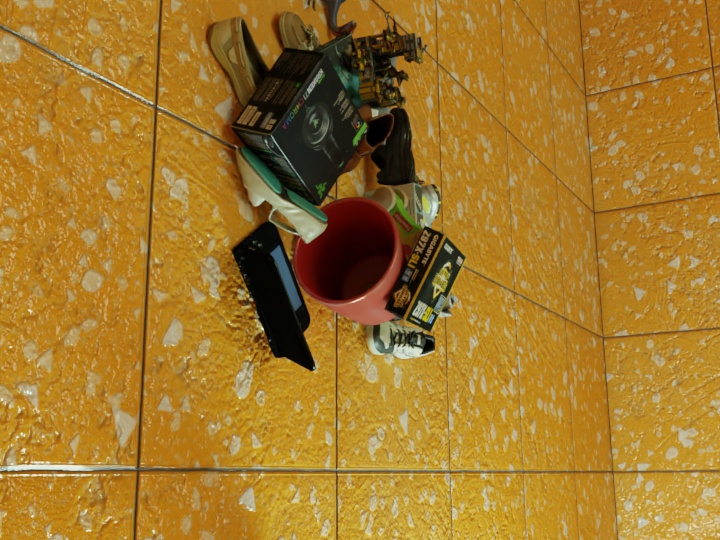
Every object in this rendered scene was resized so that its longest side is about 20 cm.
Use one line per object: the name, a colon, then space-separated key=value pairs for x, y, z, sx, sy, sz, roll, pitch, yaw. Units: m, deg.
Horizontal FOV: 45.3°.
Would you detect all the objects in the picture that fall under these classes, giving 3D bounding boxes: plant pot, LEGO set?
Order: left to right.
plant pot: x=0.000 y=0.000 z=1.531 sx=0.177 sy=0.198 sz=0.202 roll=52 pitch=39 yaw=-58
LEGO set: x=0.068 y=-0.380 z=1.613 sx=0.200 sy=0.115 sz=0.155 roll=6 pitch=78 yaw=-72

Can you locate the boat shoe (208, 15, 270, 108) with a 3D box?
boat shoe: x=-0.171 y=-0.320 z=1.408 sx=0.201 sy=0.063 sz=0.074 roll=60 pitch=36 yaw=-34

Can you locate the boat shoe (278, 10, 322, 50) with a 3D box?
boat shoe: x=-0.083 y=-0.394 z=1.587 sx=0.200 sy=0.062 sz=0.074 roll=54 pitch=40 yaw=-41

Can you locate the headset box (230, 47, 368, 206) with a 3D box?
headset box: x=-0.092 y=-0.231 z=1.429 sx=0.175 sy=0.092 sz=0.200 roll=-58 pitch=143 yaw=-20

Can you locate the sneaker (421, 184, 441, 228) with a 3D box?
sneaker: x=0.110 y=-0.097 z=1.823 sx=0.076 sy=0.076 sz=0.201 roll=-116 pitch=-153 yaw=-46

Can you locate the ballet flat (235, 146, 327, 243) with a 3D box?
ballet flat: x=-0.140 y=-0.115 z=1.399 sx=0.200 sy=0.069 sz=0.070 roll=40 pitch=46 yaw=-22

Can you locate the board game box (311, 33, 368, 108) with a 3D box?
board game box: x=-0.072 y=-0.324 z=1.543 sx=0.200 sy=0.028 sz=0.136 roll=-39 pitch=127 yaw=-35

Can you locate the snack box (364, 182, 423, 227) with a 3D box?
snack box: x=0.070 y=-0.066 z=1.728 sx=0.037 sy=0.115 sz=0.202 roll=13 pitch=72 yaw=-59

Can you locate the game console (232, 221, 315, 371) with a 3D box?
game console: x=-0.112 y=0.036 z=1.373 sx=0.176 sy=0.115 sz=0.202 roll=-48 pitch=125 yaw=-54

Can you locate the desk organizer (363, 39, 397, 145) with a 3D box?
desk organizer: x=0.017 y=-0.357 z=1.742 sx=0.071 sy=0.077 sz=0.202 roll=7 pitch=92 yaw=-27

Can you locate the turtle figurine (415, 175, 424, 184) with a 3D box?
turtle figurine: x=0.102 y=-0.191 z=1.869 sx=0.200 sy=0.064 sz=0.163 roll=-27 pitch=107 yaw=-59

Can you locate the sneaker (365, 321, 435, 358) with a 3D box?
sneaker: x=0.084 y=0.133 z=1.734 sx=0.199 sy=0.087 sz=0.076 roll=16 pitch=71 yaw=-58

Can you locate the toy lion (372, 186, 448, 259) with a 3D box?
toy lion: x=0.063 y=-0.032 z=1.675 sx=0.200 sy=0.192 sz=0.068 roll=48 pitch=23 yaw=24

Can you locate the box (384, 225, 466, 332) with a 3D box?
box: x=0.120 y=0.020 z=1.537 sx=0.161 sy=0.049 sz=0.200 roll=-62 pitch=160 yaw=-1

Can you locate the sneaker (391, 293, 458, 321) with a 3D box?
sneaker: x=0.123 y=0.063 z=1.791 sx=0.199 sy=0.114 sz=0.076 roll=5 pitch=78 yaw=-60

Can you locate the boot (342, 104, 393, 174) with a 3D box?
boot: x=0.005 y=-0.264 z=1.597 sx=0.077 sy=0.155 sz=0.201 roll=43 pitch=54 yaw=-15

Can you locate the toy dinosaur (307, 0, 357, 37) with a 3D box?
toy dinosaur: x=-0.037 y=-0.558 z=1.696 sx=0.200 sy=0.104 sz=0.183 roll=-71 pitch=164 yaw=-59

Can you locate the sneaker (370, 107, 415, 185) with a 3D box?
sneaker: x=0.064 y=-0.259 z=1.787 sx=0.076 sy=0.090 sz=0.201 roll=76 pitch=10 yaw=-54
